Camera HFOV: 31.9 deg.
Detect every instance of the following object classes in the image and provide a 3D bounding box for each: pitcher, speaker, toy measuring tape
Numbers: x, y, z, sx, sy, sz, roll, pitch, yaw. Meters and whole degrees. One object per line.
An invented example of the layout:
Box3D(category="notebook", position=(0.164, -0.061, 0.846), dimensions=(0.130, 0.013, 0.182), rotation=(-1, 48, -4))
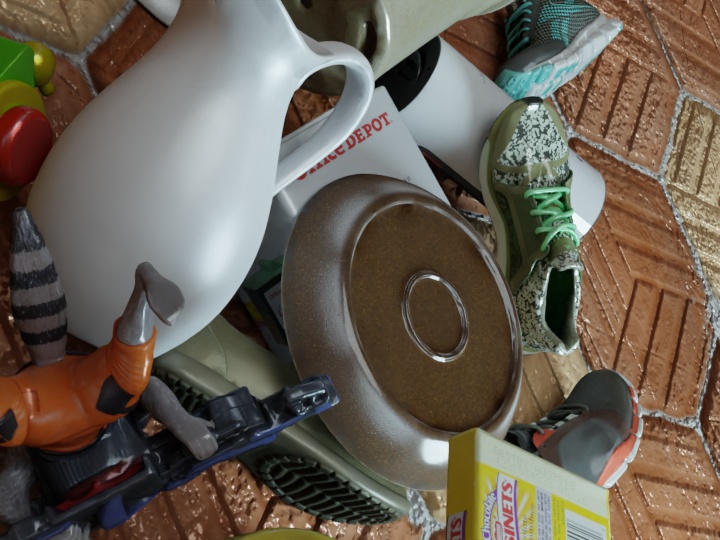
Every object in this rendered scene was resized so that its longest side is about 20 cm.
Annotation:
Box3D(category="pitcher", position=(-0.081, -0.053, 0.684), dimensions=(0.121, 0.201, 0.171), rotation=(36, 10, 38))
Box3D(category="speaker", position=(0.101, -0.098, 0.987), dimensions=(0.199, 0.081, 0.082), rotation=(35, 49, -30))
Box3D(category="toy measuring tape", position=(-0.216, -0.044, 0.648), dimensions=(0.074, 0.073, 0.201), rotation=(45, 55, -21))

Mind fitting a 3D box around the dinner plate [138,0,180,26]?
Box3D(category="dinner plate", position=(-0.108, -0.248, 0.888), dimensions=(0.199, 0.024, 0.202), rotation=(24, 55, -38))

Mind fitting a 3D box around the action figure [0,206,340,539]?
Box3D(category="action figure", position=(-0.116, 0.056, 0.617), dimensions=(0.199, 0.194, 0.105), rotation=(-22, 61, -17))

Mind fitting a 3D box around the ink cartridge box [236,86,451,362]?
Box3D(category="ink cartridge box", position=(0.000, 0.000, 0.829), dimensions=(0.145, 0.084, 0.201), rotation=(-37, 99, -48))

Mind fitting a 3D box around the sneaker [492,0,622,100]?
Box3D(category="sneaker", position=(0.154, -0.203, 1.116), dimensions=(0.091, 0.078, 0.200), rotation=(47, 38, 4))

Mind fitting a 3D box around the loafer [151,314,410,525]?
Box3D(category="loafer", position=(-0.042, 0.086, 0.749), dimensions=(0.200, 0.076, 0.068), rotation=(38, 53, -27))

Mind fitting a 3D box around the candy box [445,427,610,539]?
Box3D(category="candy box", position=(0.079, 0.183, 0.580), dimensions=(0.102, 0.026, 0.201), rotation=(26, 53, -32))

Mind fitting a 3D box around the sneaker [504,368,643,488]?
Box3D(category="sneaker", position=(0.146, 0.131, 0.928), dimensions=(0.082, 0.077, 0.200), rotation=(44, 44, -12))

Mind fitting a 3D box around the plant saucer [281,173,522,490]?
Box3D(category="plant saucer", position=(0.037, 0.031, 0.767), dimensions=(0.199, 0.032, 0.202), rotation=(20, 60, -38))

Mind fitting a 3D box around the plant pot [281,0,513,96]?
Box3D(category="plant pot", position=(0.006, -0.221, 0.856), dimensions=(0.201, 0.200, 0.184), rotation=(51, 52, -14))

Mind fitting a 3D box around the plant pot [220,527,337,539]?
Box3D(category="plant pot", position=(-0.006, 0.223, 0.635), dimensions=(0.200, 0.188, 0.202), rotation=(22, 57, -37))

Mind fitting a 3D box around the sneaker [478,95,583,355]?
Box3D(category="sneaker", position=(0.141, -0.027, 0.929), dimensions=(0.076, 0.088, 0.202), rotation=(-11, 105, -22))
